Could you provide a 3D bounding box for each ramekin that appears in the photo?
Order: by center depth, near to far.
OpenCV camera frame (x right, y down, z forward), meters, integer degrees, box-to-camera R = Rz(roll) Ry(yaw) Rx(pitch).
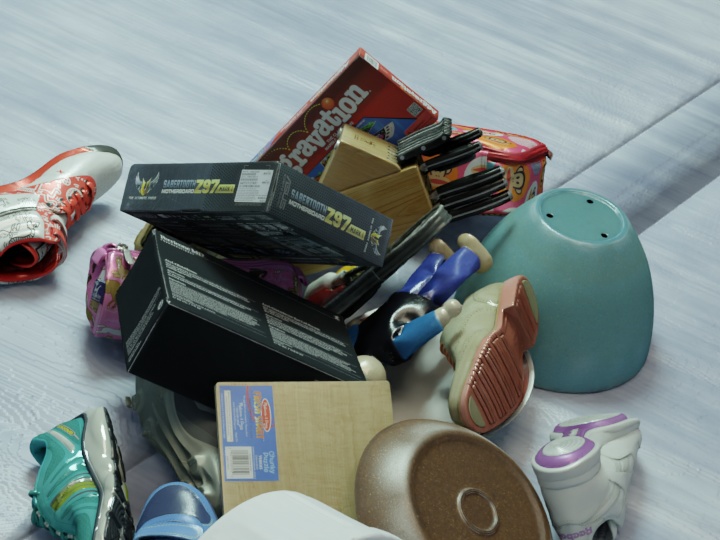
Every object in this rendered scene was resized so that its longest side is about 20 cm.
[{"bbox_3d":[-0.057,0.256,1.300,0.097,0.202,0.200,28,38,35],"label":"ramekin"}]

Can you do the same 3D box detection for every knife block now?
[{"bbox_3d":[0.041,-0.057,1.748,0.174,0.201,0.064,25,19,-5],"label":"knife block"}]

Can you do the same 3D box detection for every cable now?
[{"bbox_3d":[0.000,0.000,1.683,0.050,0.200,0.097,48,42,2],"label":"cable"}]

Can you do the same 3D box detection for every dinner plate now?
[{"bbox_3d":[0.059,0.099,1.668,0.198,0.024,0.201,-1,38,1],"label":"dinner plate"}]

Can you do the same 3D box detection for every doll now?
[{"bbox_3d":[0.045,0.042,1.660,0.136,0.049,0.200,-9,31,47],"label":"doll"}]

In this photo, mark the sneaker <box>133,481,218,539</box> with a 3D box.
[{"bbox_3d":[-0.147,0.229,1.378,0.073,0.083,0.201,-7,41,7],"label":"sneaker"}]

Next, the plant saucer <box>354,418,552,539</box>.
[{"bbox_3d":[0.086,0.201,1.473,0.199,0.037,0.202,23,47,-26],"label":"plant saucer"}]

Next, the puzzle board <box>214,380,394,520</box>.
[{"bbox_3d":[-0.039,0.186,1.474,0.149,0.017,0.202,0,67,-16],"label":"puzzle board"}]

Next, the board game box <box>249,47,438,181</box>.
[{"bbox_3d":[-0.027,-0.117,1.784,0.103,0.200,0.020,37,29,-17],"label":"board game box"}]

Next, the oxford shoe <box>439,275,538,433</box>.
[{"bbox_3d":[0.105,0.081,1.628,0.073,0.071,0.200,-12,25,26],"label":"oxford shoe"}]

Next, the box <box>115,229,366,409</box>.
[{"bbox_3d":[-0.103,0.062,1.568,0.199,0.079,0.141,26,21,-22],"label":"box"}]

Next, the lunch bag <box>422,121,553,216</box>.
[{"bbox_3d":[0.094,-0.109,1.897,0.198,0.083,0.176,10,11,16],"label":"lunch bag"}]

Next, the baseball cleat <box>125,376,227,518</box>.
[{"bbox_3d":[-0.128,0.140,1.557,0.106,0.070,0.201,7,36,-34],"label":"baseball cleat"}]

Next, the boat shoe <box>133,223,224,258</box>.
[{"bbox_3d":[-0.166,-0.040,1.774,0.073,0.067,0.200,18,36,8],"label":"boat shoe"}]

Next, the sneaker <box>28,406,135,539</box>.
[{"bbox_3d":[-0.223,0.193,1.457,0.079,0.078,0.200,-16,35,-4],"label":"sneaker"}]

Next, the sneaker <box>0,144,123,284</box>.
[{"bbox_3d":[-0.294,-0.049,1.753,0.200,0.068,0.108,-22,48,-33],"label":"sneaker"}]

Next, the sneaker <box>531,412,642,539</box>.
[{"bbox_3d":[0.199,0.182,1.587,0.074,0.101,0.200,-11,5,26],"label":"sneaker"}]

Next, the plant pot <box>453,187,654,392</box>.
[{"bbox_3d":[0.198,0.002,1.765,0.198,0.136,0.201,8,36,-6],"label":"plant pot"}]

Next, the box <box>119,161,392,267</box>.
[{"bbox_3d":[-0.094,-0.050,1.649,0.199,0.051,0.157,3,-16,43],"label":"box"}]

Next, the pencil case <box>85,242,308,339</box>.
[{"bbox_3d":[-0.150,0.025,1.668,0.198,0.087,0.083,6,64,-14],"label":"pencil case"}]
